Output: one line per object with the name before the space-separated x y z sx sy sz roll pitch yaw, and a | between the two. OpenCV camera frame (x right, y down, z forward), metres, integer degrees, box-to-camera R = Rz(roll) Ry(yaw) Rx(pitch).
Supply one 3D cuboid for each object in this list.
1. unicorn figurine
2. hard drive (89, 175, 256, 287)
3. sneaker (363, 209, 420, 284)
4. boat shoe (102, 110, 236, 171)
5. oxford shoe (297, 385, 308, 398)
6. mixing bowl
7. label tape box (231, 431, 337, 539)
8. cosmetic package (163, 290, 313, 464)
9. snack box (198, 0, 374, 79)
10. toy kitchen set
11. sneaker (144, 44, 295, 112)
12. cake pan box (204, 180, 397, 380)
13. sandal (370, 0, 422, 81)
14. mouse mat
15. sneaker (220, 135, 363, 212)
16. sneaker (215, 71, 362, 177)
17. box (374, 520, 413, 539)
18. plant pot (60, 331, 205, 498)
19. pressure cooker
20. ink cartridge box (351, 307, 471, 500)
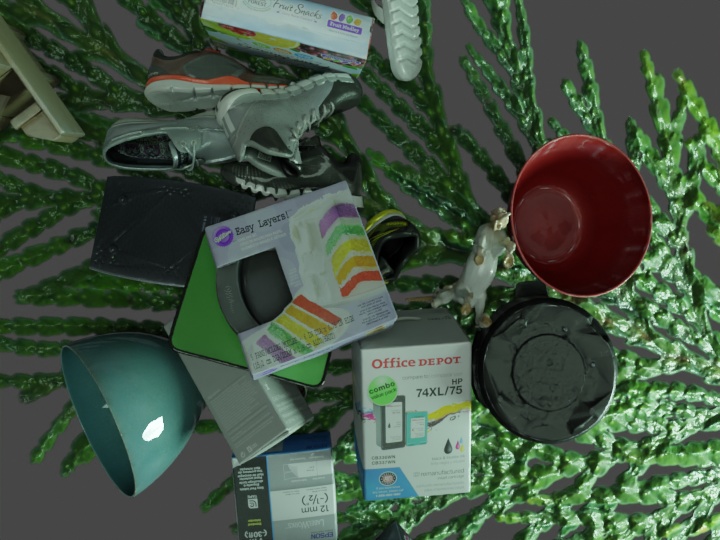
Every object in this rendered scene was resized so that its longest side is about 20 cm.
unicorn figurine | 0.144 0.009 0.855 0.073 0.138 0.202 32 109 -10
hard drive | -0.239 -0.045 0.861 0.193 0.042 0.140 7 76 -5
sneaker | 0.000 0.000 0.871 0.201 0.084 0.075 -48 117 -6
boat shoe | -0.229 -0.154 0.842 0.194 0.073 0.072 -2 130 -1
oxford shoe | -0.084 0.108 0.913 0.073 0.058 0.206 19 95 -6
mixing bowl | 0.271 -0.067 0.884 0.193 0.108 0.208 1 87 -11
label tape box | -0.103 0.342 0.942 0.138 0.066 0.207 -4 97 -5
cosmetic package | -0.154 0.130 0.850 0.089 0.107 0.203 -32 82 12
snack box | -0.087 -0.290 0.808 0.194 0.142 0.055 13 96 -6
toy kitchen set | -0.443 -0.174 0.763 0.179 0.200 0.165 -36 100 1
sneaker | -0.174 -0.252 0.843 0.193 0.077 0.085 0 75 -17
cake pan box | -0.076 0.010 0.799 0.194 0.052 0.189 -18 77 -12
sandal | 0.039 -0.352 0.855 0.049 0.081 0.210 3 103 37
mouse mat | -0.121 0.044 0.814 0.194 0.008 0.166 16 69 -6
sneaker | -0.084 -0.135 0.874 0.193 0.066 0.094 8 95 -10
sneaker | -0.073 -0.171 0.820 0.195 0.075 0.118 -16 69 -20
box | 0.048 0.470 0.906 0.132 0.200 0.115 -41 98 2
plant pot | -0.279 0.162 0.852 0.133 0.197 0.206 -25 102 -36
pressure cooker | 0.235 0.124 0.871 0.178 0.200 0.177 40 96 7
ink cartridge box | 0.063 0.170 0.884 0.142 0.146 0.207 -3 104 -5
